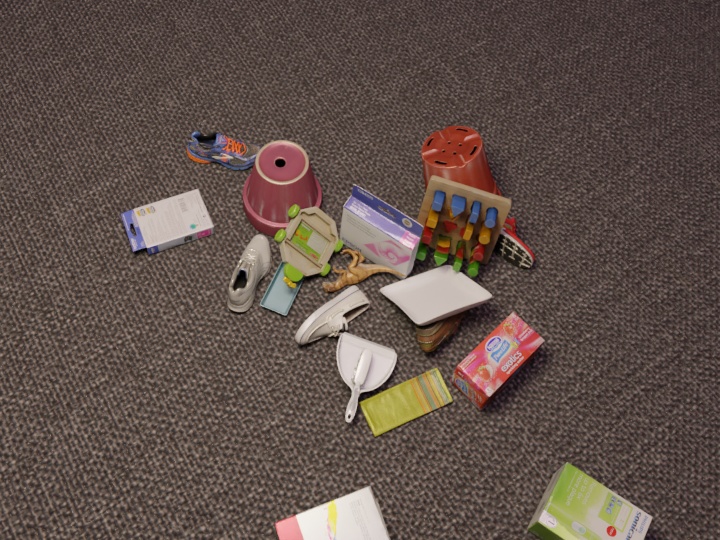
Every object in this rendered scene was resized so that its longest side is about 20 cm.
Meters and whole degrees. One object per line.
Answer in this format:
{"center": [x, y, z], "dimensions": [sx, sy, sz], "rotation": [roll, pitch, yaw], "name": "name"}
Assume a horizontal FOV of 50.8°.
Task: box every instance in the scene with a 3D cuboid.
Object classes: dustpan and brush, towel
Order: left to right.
{"center": [-0.003, 0.241, 1.666], "dimensions": [0.138, 0.057, 0.202], "rotation": [19, 68, -4], "name": "dustpan and brush"}
{"center": [0.102, 0.290, 1.678], "dimensions": [0.198, 0.018, 0.087], "rotation": [-21, 64, -16], "name": "towel"}

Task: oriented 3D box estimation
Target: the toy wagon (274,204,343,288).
{"center": [-0.132, -0.051, 1.783], "dimensions": [0.155, 0.039, 0.202], "rotation": [37, 69, -26], "name": "toy wagon"}

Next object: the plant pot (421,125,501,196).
{"center": [0.236, -0.228, 1.842], "dimensions": [0.198, 0.196, 0.203], "rotation": [-9, 48, 11], "name": "plant pot"}

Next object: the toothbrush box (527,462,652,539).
{"center": [0.466, 0.517, 1.547], "dimensions": [0.199, 0.086, 0.146], "rotation": [33, 63, 11], "name": "toothbrush box"}

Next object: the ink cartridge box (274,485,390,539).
{"center": [-0.050, 0.530, 1.456], "dimensions": [0.197, 0.146, 0.146], "rotation": [-18, 64, -14], "name": "ink cartridge box"}

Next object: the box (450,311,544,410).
{"center": [0.306, 0.203, 1.700], "dimensions": [0.199, 0.096, 0.100], "rotation": [-39, 70, -23], "name": "box"}

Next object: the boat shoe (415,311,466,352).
{"center": [0.193, 0.115, 1.758], "dimensions": [0.071, 0.069, 0.199], "rotation": [12, 35, 42], "name": "boat shoe"}

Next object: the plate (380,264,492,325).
{"center": [0.172, 0.062, 1.754], "dimensions": [0.197, 0.033, 0.200], "rotation": [-19, 29, -18], "name": "plate"}

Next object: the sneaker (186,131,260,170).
{"center": [-0.348, -0.310, 1.934], "dimensions": [0.197, 0.079, 0.076], "rotation": [4, 61, -3], "name": "sneaker"}

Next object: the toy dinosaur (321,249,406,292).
{"center": [0.000, 0.000, 1.816], "dimensions": [0.197, 0.060, 0.108], "rotation": [-17, 78, -3], "name": "toy dinosaur"}

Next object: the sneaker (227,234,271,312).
{"center": [-0.256, -0.003, 1.767], "dimensions": [0.073, 0.087, 0.202], "rotation": [12, 59, 4], "name": "sneaker"}

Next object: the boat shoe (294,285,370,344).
{"center": [-0.059, 0.115, 1.733], "dimensions": [0.199, 0.071, 0.070], "rotation": [-35, 66, -29], "name": "boat shoe"}

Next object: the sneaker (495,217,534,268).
{"center": [0.367, -0.094, 1.885], "dimensions": [0.085, 0.077, 0.200], "rotation": [-34, 69, -27], "name": "sneaker"}

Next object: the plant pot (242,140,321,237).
{"center": [-0.189, -0.208, 1.835], "dimensions": [0.197, 0.180, 0.203], "rotation": [2, 61, -5], "name": "plant pot"}

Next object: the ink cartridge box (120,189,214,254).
{"center": [-0.467, -0.114, 1.836], "dimensions": [0.198, 0.042, 0.120], "rotation": [-19, 64, -18], "name": "ink cartridge box"}

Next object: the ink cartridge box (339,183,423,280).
{"center": [0.043, -0.084, 1.776], "dimensions": [0.195, 0.201, 0.043], "rotation": [32, 63, 13], "name": "ink cartridge box"}

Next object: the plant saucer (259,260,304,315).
{"center": [-0.168, 0.015, 1.805], "dimensions": [0.069, 0.019, 0.202], "rotation": [21, 62, 6], "name": "plant saucer"}

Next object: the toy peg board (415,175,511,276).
{"center": [0.229, -0.091, 1.783], "dimensions": [0.197, 0.201, 0.098], "rotation": [17, 45, 2], "name": "toy peg board"}
